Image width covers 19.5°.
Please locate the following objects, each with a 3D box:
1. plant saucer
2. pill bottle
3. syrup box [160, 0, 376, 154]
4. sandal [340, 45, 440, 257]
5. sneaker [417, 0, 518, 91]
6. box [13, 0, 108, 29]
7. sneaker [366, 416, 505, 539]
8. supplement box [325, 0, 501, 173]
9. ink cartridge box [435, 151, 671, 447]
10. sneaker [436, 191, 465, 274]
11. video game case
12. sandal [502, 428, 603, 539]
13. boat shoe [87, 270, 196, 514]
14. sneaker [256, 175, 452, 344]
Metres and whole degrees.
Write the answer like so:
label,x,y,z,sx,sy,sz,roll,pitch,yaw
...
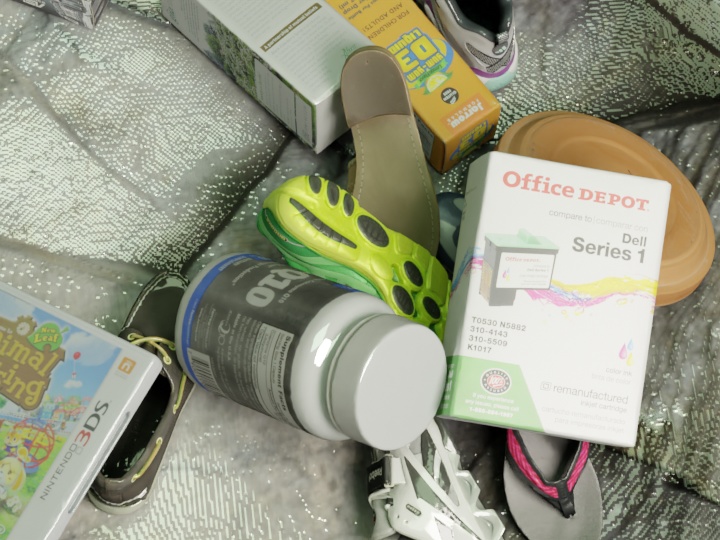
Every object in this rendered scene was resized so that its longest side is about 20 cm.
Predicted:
label,x,y,z,sx,sy,sz,roll,pitch,yaw
plant saucer,0.199,-0.057,1.694,0.199,0.032,0.201,17,43,-16
pill bottle,-0.038,0.062,1.577,0.199,0.114,0.114,18,61,42
syrup box,-0.077,-0.199,1.742,0.081,0.079,0.200,-39,69,-19
sandal,0.023,-0.081,1.702,0.077,0.070,0.214,-5,106,6
sneaker,0.077,-0.260,1.757,0.077,0.140,0.201,-29,72,-11
box,-0.289,-0.313,1.800,0.198,0.050,0.159,19,67,4
sneaker,0.035,0.164,1.610,0.088,0.074,0.201,-27,71,-17
supplement box,0.032,-0.182,1.762,0.066,0.069,0.200,-36,77,-15
ink cartridge box,0.143,0.022,1.572,0.143,0.084,0.202,9,85,-6
sneaker,0.133,-0.007,1.687,0.199,0.082,0.070,35,70,10
video game case,-0.278,0.106,1.601,0.199,0.022,0.183,23,72,23
sandal,0.143,0.127,1.626,0.074,0.045,0.202,-10,87,-6
boat shoe,-0.165,0.087,1.633,0.071,0.061,0.203,12,66,1
sneaker,0.000,0.000,1.663,0.200,0.083,0.074,44,60,-18
